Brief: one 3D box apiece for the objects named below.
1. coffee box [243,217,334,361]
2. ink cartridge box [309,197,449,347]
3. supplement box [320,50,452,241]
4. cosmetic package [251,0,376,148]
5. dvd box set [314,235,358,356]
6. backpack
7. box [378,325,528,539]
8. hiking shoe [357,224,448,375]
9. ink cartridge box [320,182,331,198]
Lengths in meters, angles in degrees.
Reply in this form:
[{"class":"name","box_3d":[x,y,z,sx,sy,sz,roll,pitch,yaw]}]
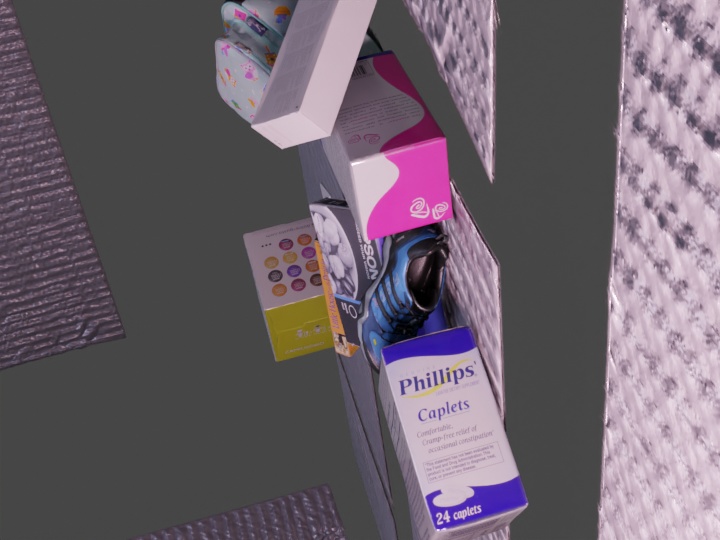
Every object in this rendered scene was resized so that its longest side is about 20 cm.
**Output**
[{"class":"coffee box","box_3d":[-0.112,0.036,2.228,0.201,0.198,0.199,85,168,-54]},{"class":"ink cartridge box","box_3d":[0.025,0.012,1.342,0.199,0.043,0.200,11,120,56]},{"class":"supplement box","box_3d":[0.019,-0.136,1.150,0.201,0.100,0.104,-112,10,-52]},{"class":"cosmetic package","box_3d":[-0.042,-0.229,1.136,0.082,0.050,0.202,-8,57,49]},{"class":"dvd box set","box_3d":[0.000,0.000,1.523,0.029,0.146,0.201,16,135,30]},{"class":"backpack","box_3d":[-0.073,-0.242,1.297,0.199,0.154,0.176,30,158,5]},{"class":"box","box_3d":[0.095,0.187,1.188,0.184,0.104,0.202,91,163,-70]},{"class":"hiking shoe","box_3d":[0.047,0.038,1.227,0.087,0.074,0.202,-128,44,-58]},{"class":"ink cartridge box","box_3d":[-0.004,-0.042,1.711,0.116,0.066,0.202,-125,21,-73]}]
